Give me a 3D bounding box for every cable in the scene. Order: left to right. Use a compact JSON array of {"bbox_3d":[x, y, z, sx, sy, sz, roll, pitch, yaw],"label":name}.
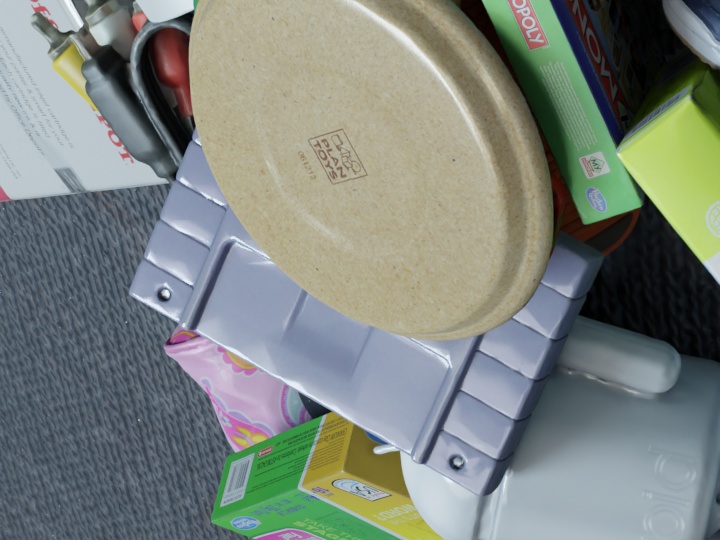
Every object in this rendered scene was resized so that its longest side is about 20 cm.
[{"bbox_3d":[-0.077,-0.058,1.360,0.097,0.050,0.200,-22,111,34],"label":"cable"}]

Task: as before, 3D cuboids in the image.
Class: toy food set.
[{"bbox_3d":[0.003,-0.059,1.190,0.200,0.049,0.198,51,142,0],"label":"toy food set"}]

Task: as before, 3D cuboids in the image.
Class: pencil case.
[{"bbox_3d":[-0.030,0.092,1.578,0.087,0.087,0.200,-8,118,52],"label":"pencil case"}]

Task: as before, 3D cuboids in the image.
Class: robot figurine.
[{"bbox_3d":[0.105,0.087,1.347,0.199,0.113,0.170,11,130,5],"label":"robot figurine"}]

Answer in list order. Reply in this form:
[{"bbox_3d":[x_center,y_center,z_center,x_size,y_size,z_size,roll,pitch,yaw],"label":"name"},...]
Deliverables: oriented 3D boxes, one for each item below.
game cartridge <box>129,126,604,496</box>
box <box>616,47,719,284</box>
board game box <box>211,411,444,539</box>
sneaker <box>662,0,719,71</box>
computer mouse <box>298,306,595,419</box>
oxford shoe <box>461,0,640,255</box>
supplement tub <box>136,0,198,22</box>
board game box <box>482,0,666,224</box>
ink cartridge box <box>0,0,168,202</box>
[{"bbox_3d":[0.000,0.000,1.288,0.200,0.038,0.130,29,112,17],"label":"game cartridge"},{"bbox_3d":[0.193,-0.003,1.178,0.048,0.122,0.200,-37,97,23],"label":"box"},{"bbox_3d":[0.043,0.135,1.483,0.199,0.040,0.153,24,156,-22],"label":"board game box"},{"bbox_3d":[0.208,-0.112,1.091,0.200,0.070,0.109,27,141,29],"label":"sneaker"},{"bbox_3d":[0.036,0.026,1.462,0.138,0.053,0.200,43,138,-1],"label":"computer mouse"},{"bbox_3d":[0.071,-0.096,1.285,0.073,0.071,0.201,32,149,63],"label":"oxford shoe"},{"bbox_3d":[-0.098,-0.227,1.252,0.144,0.145,0.200,-12,116,54],"label":"supplement tub"},{"bbox_3d":[0.074,-0.137,1.164,0.029,0.135,0.200,-17,116,19],"label":"board game box"},{"bbox_3d":[-0.162,-0.120,1.498,0.200,0.085,0.146,-2,124,52],"label":"ink cartridge box"}]
